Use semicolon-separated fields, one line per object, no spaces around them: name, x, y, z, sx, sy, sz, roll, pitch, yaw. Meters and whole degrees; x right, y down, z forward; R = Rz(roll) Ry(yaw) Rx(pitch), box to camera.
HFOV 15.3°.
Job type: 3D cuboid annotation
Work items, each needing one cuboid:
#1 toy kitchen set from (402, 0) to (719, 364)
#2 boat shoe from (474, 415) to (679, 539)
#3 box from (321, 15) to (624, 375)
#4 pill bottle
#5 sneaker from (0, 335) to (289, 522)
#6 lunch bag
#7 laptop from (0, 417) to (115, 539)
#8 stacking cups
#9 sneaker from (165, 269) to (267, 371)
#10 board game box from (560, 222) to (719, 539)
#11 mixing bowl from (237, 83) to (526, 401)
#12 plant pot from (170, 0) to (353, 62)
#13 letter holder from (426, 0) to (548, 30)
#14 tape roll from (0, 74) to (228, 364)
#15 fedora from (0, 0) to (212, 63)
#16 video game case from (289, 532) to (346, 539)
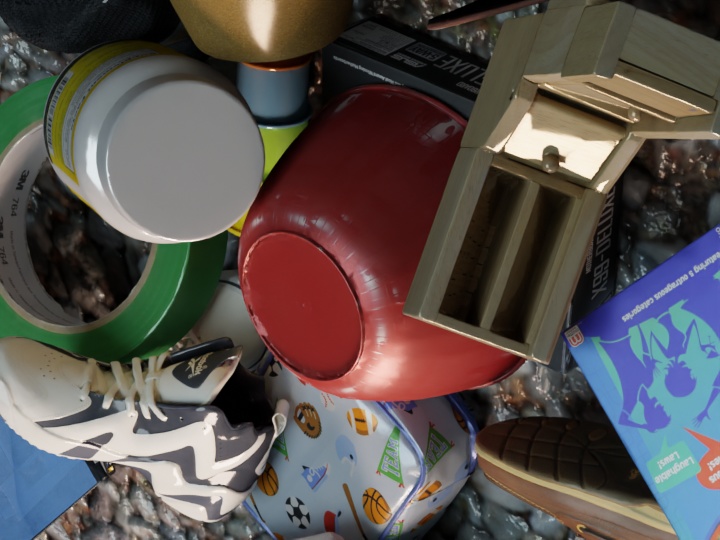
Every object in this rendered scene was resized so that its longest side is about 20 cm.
toy kitchen set;0.148;-0.030;1.399;0.200;0.163;0.181;-169;99;-77
boat shoe;0.150;0.141;1.574;0.200;0.072;0.068;18;122;35
box;0.064;-0.047;1.611;0.200;0.050;0.158;26;129;33
pill bottle;-0.125;-0.078;1.628;0.200;0.114;0.114;-147;38;-72
sneaker;-0.135;0.074;1.722;0.199;0.080;0.130;33;127;-11
lunch bag;-0.011;0.109;1.759;0.160;0.076;0.200;49;139;16
laptop;-0.273;0.089;1.947;0.187;0.116;0.200;58;169;20
stacking cups;-0.059;-0.120;1.692;0.060;0.060;0.200;23;124;35
sneaker;-0.126;0.051;1.842;0.200;0.071;0.073;-18;99;49
board game box;0.221;0.079;1.453;0.152;0.045;0.200;-37;75;27
mixing bowl;0.000;0.000;1.583;0.200;0.108;0.200;23;127;35
plant pot;-0.064;-0.228;1.540;0.186;0.186;0.200;18;126;38
letter holder;0.089;-0.192;1.434;0.200;0.142;0.101;-10;104;47
tape roll;-0.184;-0.032;1.809;0.200;0.048;0.201;0;90;30
fedora;-0.177;-0.196;1.737;0.200;0.092;0.201;24;128;35
video game case;-0.017;0.237;1.797;0.182;0.023;0.200;34;148;-29
